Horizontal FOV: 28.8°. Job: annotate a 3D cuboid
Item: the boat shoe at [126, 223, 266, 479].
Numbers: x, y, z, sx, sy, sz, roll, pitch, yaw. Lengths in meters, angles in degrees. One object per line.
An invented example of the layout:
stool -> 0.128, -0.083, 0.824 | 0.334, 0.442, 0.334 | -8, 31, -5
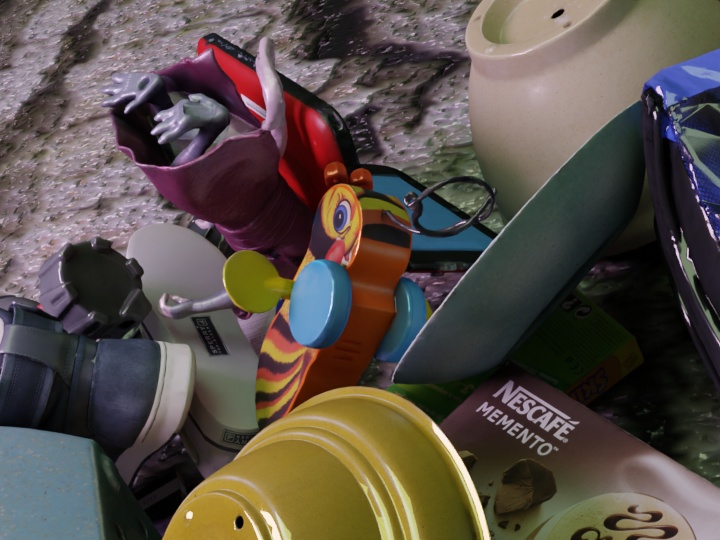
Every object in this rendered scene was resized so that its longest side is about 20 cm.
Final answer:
boat shoe -> -0.104, 0.051, 0.879 | 0.071, 0.066, 0.201 | -3, 41, -31

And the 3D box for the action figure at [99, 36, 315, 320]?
action figure -> -0.064, -0.048, 0.841 | 0.148, 0.200, 0.135 | -26, 41, 17

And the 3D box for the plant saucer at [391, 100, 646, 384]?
plant saucer -> 0.097, -0.002, 0.753 | 0.039, 0.201, 0.201 | 42, 73, 9

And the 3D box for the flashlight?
flashlight -> -0.200, 0.029, 0.886 | 0.067, 0.069, 0.200 | -9, -12, -31

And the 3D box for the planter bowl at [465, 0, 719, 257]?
planter bowl -> 0.149, -0.125, 0.892 | 0.199, 0.135, 0.201 | -26, 31, 17

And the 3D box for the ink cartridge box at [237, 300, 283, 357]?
ink cartridge box -> -0.054, 0.037, 0.954 | 0.098, 0.039, 0.201 | -18, 37, 19

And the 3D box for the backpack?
backpack -> 0.231, -0.003, 0.661 | 0.166, 0.162, 0.202 | -21, 65, 14

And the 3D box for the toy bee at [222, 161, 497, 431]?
toy bee -> 0.000, 0.000, 0.777 | 0.199, 0.131, 0.109 | -38, 44, 18

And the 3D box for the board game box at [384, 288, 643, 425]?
board game box -> 0.061, 0.083, 0.826 | 0.199, 0.030, 0.096 | -34, 35, -7

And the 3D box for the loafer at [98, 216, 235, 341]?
loafer -> -0.141, 0.023, 0.961 | 0.202, 0.070, 0.068 | -61, 19, -11

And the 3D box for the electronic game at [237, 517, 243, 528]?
electronic game -> -0.008, 0.172, 0.688 | 0.199, 0.041, 0.203 | -15, 70, 46

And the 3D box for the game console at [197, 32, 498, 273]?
game console -> 0.001, -0.079, 0.919 | 0.118, 0.174, 0.200 | -30, 34, -16

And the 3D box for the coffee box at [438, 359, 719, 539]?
coffee box -> 0.107, 0.140, 0.679 | 0.113, 0.080, 0.200 | -41, 37, -13

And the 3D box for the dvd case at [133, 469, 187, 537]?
dvd case -> -0.153, 0.223, 0.827 | 0.148, 0.016, 0.201 | -31, 37, 3

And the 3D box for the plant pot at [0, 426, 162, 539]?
plant pot -> -0.194, 0.196, 0.722 | 0.198, 0.197, 0.197 | -25, 37, 1

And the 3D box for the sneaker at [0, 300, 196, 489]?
sneaker -> -0.194, 0.086, 0.820 | 0.203, 0.144, 0.078 | 128, 147, -51

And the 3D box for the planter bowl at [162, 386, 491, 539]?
planter bowl -> -0.038, 0.149, 0.633 | 0.199, 0.083, 0.203 | -14, 70, 46
